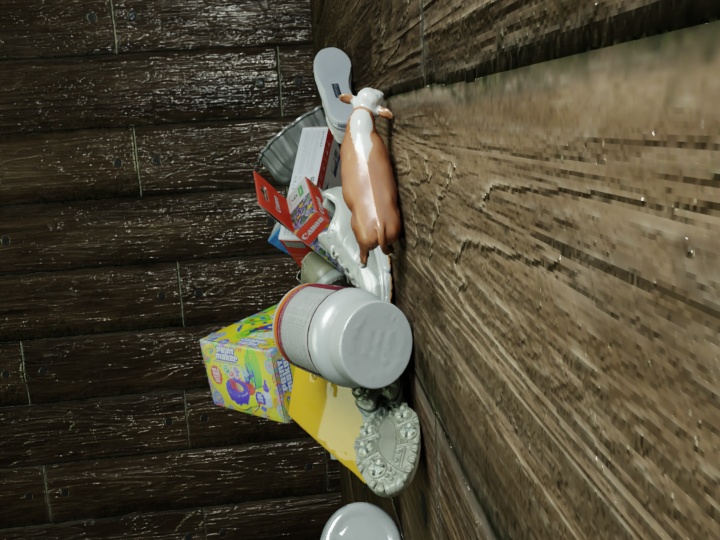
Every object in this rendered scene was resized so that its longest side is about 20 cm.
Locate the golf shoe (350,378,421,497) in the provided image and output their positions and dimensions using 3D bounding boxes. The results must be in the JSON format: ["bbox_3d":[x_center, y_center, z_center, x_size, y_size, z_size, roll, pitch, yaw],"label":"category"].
[{"bbox_3d":[0.038,0.194,0.792,0.201,0.076,0.099,-94,-16,-66],"label":"golf shoe"}]

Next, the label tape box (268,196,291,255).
[{"bbox_3d":[-0.095,-0.148,1.355,0.143,0.065,0.204,-37,31,57],"label":"label tape box"}]

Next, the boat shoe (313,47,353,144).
[{"bbox_3d":[-0.042,-0.307,1.248,0.071,0.069,0.204,97,161,-54],"label":"boat shoe"}]

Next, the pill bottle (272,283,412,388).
[{"bbox_3d":[-0.025,0.075,0.829,0.199,0.107,0.113,4,99,63],"label":"pill bottle"}]

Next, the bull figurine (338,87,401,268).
[{"bbox_3d":[0.010,-0.105,0.810,0.122,0.063,0.206,88,179,-68],"label":"bull figurine"}]

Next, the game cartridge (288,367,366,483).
[{"bbox_3d":[-0.027,0.162,0.973,0.198,0.032,0.182,27,112,47],"label":"game cartridge"}]

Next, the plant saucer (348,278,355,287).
[{"bbox_3d":[0.000,0.000,1.170,0.200,0.035,0.208,176,90,-85],"label":"plant saucer"}]

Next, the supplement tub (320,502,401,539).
[{"bbox_3d":[-0.003,0.428,1.057,0.202,0.118,0.126,96,169,-62],"label":"supplement tub"}]

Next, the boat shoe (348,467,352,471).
[{"bbox_3d":[0.003,0.225,1.162,0.064,0.068,0.207,127,146,-81],"label":"boat shoe"}]

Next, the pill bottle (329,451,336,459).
[{"bbox_3d":[-0.020,0.176,1.077,0.112,0.109,0.207,113,148,-79],"label":"pill bottle"}]

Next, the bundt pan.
[{"bbox_3d":[-0.103,-0.241,1.396,0.077,0.199,0.202,56,174,1],"label":"bundt pan"}]

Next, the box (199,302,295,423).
[{"bbox_3d":[-0.135,0.148,1.208,0.196,0.190,0.126,2,108,44],"label":"box"}]

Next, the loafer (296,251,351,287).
[{"bbox_3d":[-0.057,0.017,1.095,0.070,0.074,0.201,55,167,12],"label":"loafer"}]

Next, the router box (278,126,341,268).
[{"bbox_3d":[-0.064,-0.102,1.177,0.180,0.047,0.206,55,-140,-61],"label":"router box"}]

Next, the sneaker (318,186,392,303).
[{"bbox_3d":[-0.009,-0.018,0.929,0.076,0.089,0.206,104,161,-70],"label":"sneaker"}]

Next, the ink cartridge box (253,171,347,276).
[{"bbox_3d":[-0.062,-0.076,1.011,0.199,0.050,0.110,39,-163,-31],"label":"ink cartridge box"}]
